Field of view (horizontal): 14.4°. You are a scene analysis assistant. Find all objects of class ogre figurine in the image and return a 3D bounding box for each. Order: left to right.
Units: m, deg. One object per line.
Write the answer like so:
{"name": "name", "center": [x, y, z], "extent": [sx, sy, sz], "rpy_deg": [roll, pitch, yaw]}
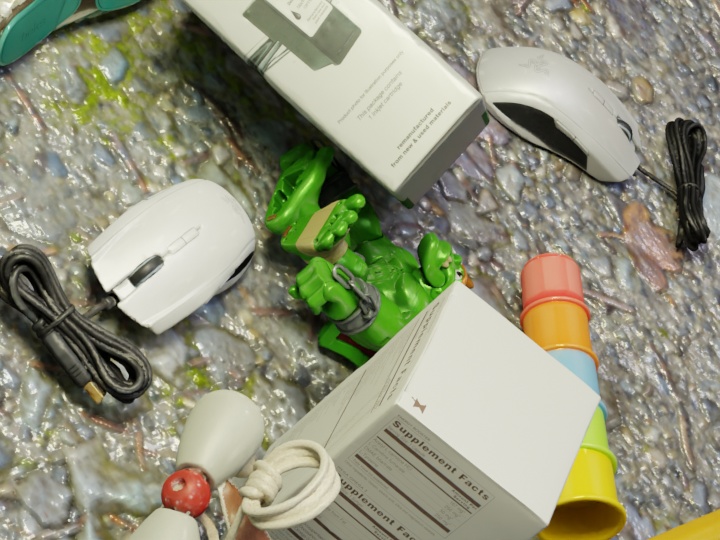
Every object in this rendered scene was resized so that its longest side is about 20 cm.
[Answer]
{"name": "ogre figurine", "center": [0.000, 0.000, 1.749], "extent": [0.098, 0.200, 0.120], "rpy_deg": [-47, 114, -6]}

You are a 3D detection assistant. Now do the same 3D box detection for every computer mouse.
{"name": "computer mouse", "center": [-0.122, -0.005, 1.684], "extent": [0.110, 0.044, 0.200], "rpy_deg": [48, 42, 0]}
{"name": "computer mouse", "center": [0.170, -0.100, 2.006], "extent": [0.199, 0.044, 0.110], "rpy_deg": [29, 46, -20]}

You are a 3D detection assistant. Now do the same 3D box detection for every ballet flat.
{"name": "ballet flat", "center": [-0.186, -0.188, 1.766], "extent": [0.072, 0.072, 0.200], "rpy_deg": [51, 42, 4]}

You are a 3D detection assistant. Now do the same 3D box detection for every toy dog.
{"name": "toy dog", "center": [-0.094, 0.171, 1.544], "extent": [0.200, 0.132, 0.097], "rpy_deg": [-45, 137, -19]}

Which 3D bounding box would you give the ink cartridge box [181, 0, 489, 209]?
{"name": "ink cartridge box", "center": [-0.020, -0.138, 1.784], "extent": [0.200, 0.083, 0.147], "rpy_deg": [43, 2, 6]}

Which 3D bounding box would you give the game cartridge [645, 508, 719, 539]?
{"name": "game cartridge", "center": [0.285, 0.209, 1.802], "extent": [0.200, 0.033, 0.176], "rpy_deg": [30, 30, 35]}

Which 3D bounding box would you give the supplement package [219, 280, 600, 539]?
{"name": "supplement package", "center": [0.023, 0.120, 1.606], "extent": [0.109, 0.200, 0.114], "rpy_deg": [39, 43, -9]}

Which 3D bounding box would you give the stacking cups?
{"name": "stacking cups", "center": [0.127, 0.077, 1.831], "extent": [0.060, 0.060, 0.201], "rpy_deg": [17, 49, -29]}
